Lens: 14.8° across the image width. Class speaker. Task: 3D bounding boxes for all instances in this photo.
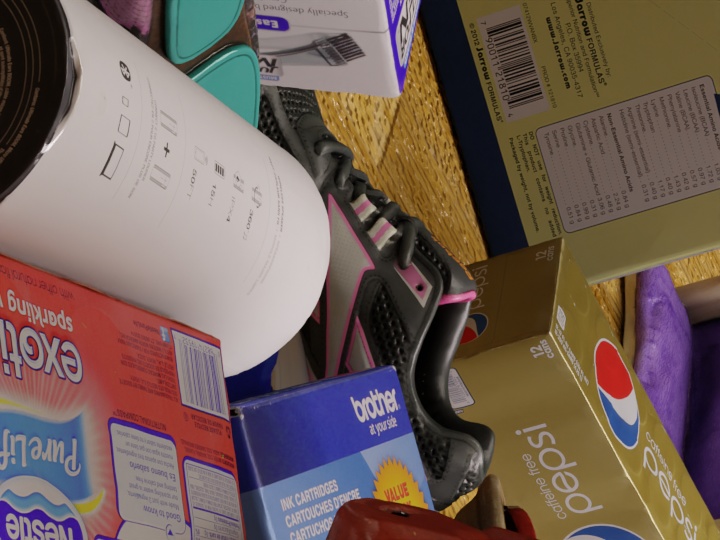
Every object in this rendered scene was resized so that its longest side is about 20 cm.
[{"bbox_3d":[-0.075,-0.026,0.777,0.200,0.081,0.082,33,45,-68],"label":"speaker"}]

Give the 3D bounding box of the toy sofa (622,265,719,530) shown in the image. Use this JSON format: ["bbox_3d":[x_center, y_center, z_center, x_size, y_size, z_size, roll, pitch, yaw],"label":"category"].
[{"bbox_3d":[0.186,0.076,1.419,0.098,0.082,0.201,60,26,-33],"label":"toy sofa"}]

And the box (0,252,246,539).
[{"bbox_3d":[-0.115,0.058,0.708,0.200,0.094,0.103,24,53,-62],"label":"box"}]

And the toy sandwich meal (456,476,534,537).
[{"bbox_3d":[0.086,0.172,1.054,0.205,0.070,0.206,-11,90,-87],"label":"toy sandwich meal"}]

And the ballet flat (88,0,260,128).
[{"bbox_3d":[-0.069,-0.080,0.898,0.069,0.071,0.200,-36,154,-29],"label":"ballet flat"}]

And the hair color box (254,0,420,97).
[{"bbox_3d":[-0.042,-0.142,0.903,0.200,0.109,0.065,81,19,-56],"label":"hair color box"}]

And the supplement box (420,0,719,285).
[{"bbox_3d":[0.151,-0.109,1.310,0.134,0.199,0.201,-18,91,-68],"label":"supplement box"}]

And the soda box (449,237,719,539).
[{"bbox_3d":[0.100,0.086,1.233,0.200,0.064,0.068,60,26,-31],"label":"soda box"}]

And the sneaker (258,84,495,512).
[{"bbox_3d":[0.000,0.000,1.029,0.080,0.086,0.201,-15,88,-69],"label":"sneaker"}]

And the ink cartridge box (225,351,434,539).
[{"bbox_3d":[-0.025,0.110,0.913,0.136,0.076,0.201,-12,85,-68],"label":"ink cartridge box"}]

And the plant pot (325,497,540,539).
[{"bbox_3d":[0.036,0.176,0.746,0.201,0.200,0.196,17,91,-64],"label":"plant pot"}]
